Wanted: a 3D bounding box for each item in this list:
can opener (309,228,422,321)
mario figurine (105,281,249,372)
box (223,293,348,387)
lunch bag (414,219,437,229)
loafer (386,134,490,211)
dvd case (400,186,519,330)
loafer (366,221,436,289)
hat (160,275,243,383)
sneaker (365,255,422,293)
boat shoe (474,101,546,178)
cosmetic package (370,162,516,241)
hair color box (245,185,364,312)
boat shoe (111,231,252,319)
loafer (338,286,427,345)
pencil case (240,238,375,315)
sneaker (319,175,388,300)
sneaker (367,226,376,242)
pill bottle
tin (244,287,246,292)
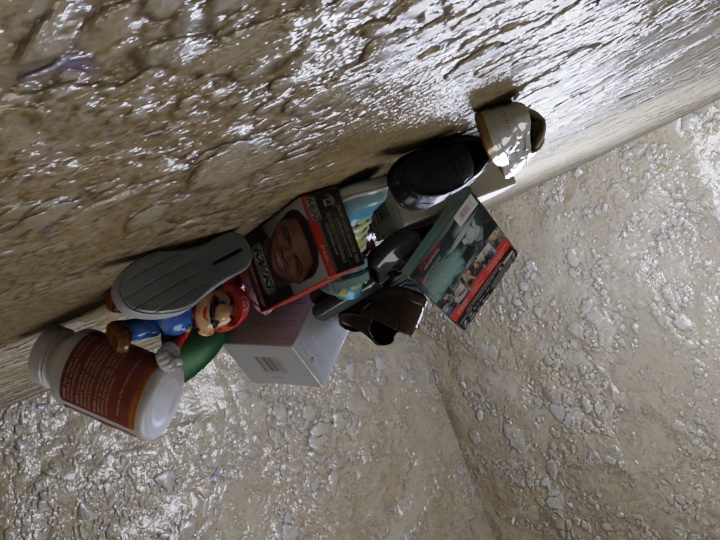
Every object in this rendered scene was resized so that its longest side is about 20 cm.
[{"bbox_3d":[0.000,0.000,1.068,0.197,0.054,0.066,-32,141,22],"label":"can opener"},{"bbox_3d":[-0.230,0.055,1.015,0.196,0.107,0.125,-7,139,-39],"label":"mario figurine"},{"bbox_3d":[-0.103,0.071,1.226,0.149,0.107,0.203,-2,-133,35],"label":"box"},{"bbox_3d":[0.128,-0.047,1.237,0.121,0.205,0.170,-21,177,2],"label":"lunch bag"},{"bbox_3d":[0.096,-0.122,0.889,0.070,0.069,0.199,-33,177,37],"label":"loafer"},{"bbox_3d":[0.147,-0.012,1.084,0.147,0.022,0.200,-54,142,-2],"label":"dvd case"},{"bbox_3d":[0.071,-0.031,1.109,0.196,0.073,0.063,-26,158,10],"label":"loafer"},{"bbox_3d":[-0.210,0.093,1.168,0.171,0.169,0.202,-7,144,-8],"label":"hat"},{"bbox_3d":[0.029,0.012,1.238,0.198,0.083,0.074,22,115,-47],"label":"sneaker"},{"bbox_3d":[0.185,-0.154,0.884,0.068,0.073,0.199,-21,178,18],"label":"boat shoe"},{"bbox_3d":[0.110,-0.115,1.085,0.196,0.075,0.103,-22,178,-25],"label":"cosmetic package"},{"bbox_3d":[-0.081,-0.022,0.966,0.060,0.104,0.199,-18,175,-34],"label":"hair color box"},{"bbox_3d":[-0.205,0.011,0.871,0.061,0.073,0.198,-26,179,38],"label":"boat shoe"},{"bbox_3d":[0.019,0.072,1.115,0.072,0.073,0.199,22,161,-23],"label":"loafer"},{"bbox_3d":[-0.078,-0.016,1.107,0.197,0.089,0.087,-30,179,-6],"label":"pencil case"},{"bbox_3d":[-0.008,-0.036,0.976,0.078,0.134,0.199,-18,176,-30],"label":"sneaker"},{"bbox_3d":[-0.002,-0.072,1.263,0.106,0.075,0.200,-40,178,-20],"label":"sneaker"},{"bbox_3d":[-0.354,0.149,1.057,0.195,0.115,0.112,19,-172,12],"label":"pill bottle"},{"bbox_3d":[-0.117,0.013,1.378,0.196,0.114,0.042,-23,169,1],"label":"tin"}]
